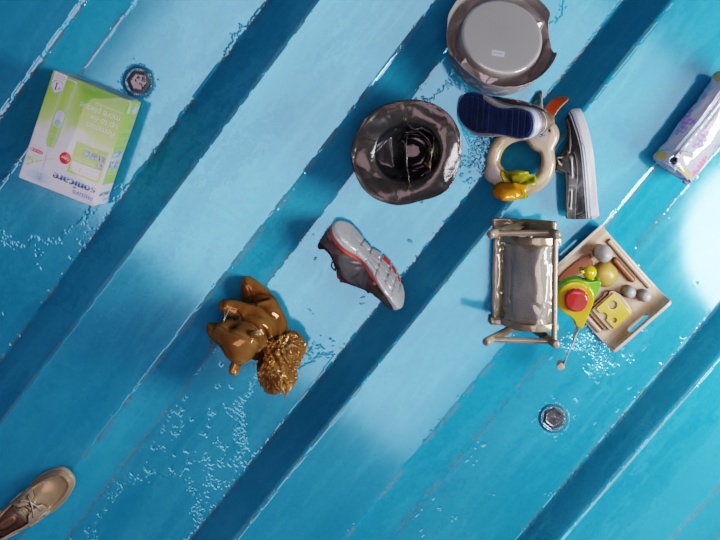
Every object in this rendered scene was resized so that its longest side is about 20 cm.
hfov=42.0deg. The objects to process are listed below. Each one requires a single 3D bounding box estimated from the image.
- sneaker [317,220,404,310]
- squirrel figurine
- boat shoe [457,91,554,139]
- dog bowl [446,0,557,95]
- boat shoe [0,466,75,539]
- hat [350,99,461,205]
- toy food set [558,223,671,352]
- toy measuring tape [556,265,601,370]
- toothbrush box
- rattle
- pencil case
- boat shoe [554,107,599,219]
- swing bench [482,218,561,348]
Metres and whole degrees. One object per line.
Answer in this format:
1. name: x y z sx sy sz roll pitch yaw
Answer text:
1. sneaker: 0.000 0.000 1.728 0.082 0.077 0.200 -37 96 32
2. squirrel figurine: -0.181 0.129 1.677 0.199 0.187 0.142 37 97 -5
3. boat shoe: 0.253 -0.266 1.638 0.072 0.200 0.073 -10 116 -35
4. dog bowl: 0.241 -0.395 1.627 0.198 0.059 0.202 1 73 -4
5. boat shoe: -0.629 0.453 1.788 0.200 0.065 0.071 -40 96 6
6. hat: 0.078 -0.214 1.681 0.199 0.081 0.203 -2 102 -7
7. toy food set: 0.454 0.033 1.724 0.143 0.060 0.200 -43 96 6
8. toy measuring tape: 0.371 0.080 1.691 0.073 0.074 0.201 18 108 -2
9. toothbrush box: -0.500 -0.235 1.676 0.145 0.086 0.201 22 99 -3
10. rattle: 0.291 -0.225 1.646 0.130 0.142 0.201 42 109 26
11. pencil case: 0.607 -0.255 1.666 0.083 0.091 0.201 40 97 35
12. boat shoe: 0.383 -0.188 1.685 0.070 0.072 0.202 -8 94 9
13. swing bench: 0.286 0.017 1.647 0.129 0.200 0.201 1 99 11
